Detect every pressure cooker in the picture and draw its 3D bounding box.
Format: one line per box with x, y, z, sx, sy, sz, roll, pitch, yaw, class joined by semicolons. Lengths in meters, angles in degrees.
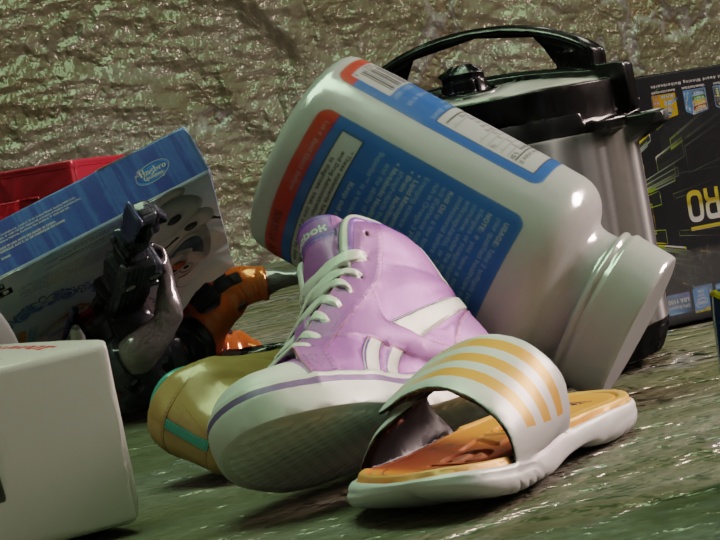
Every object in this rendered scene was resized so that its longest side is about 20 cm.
0.082;-0.038;1.252;0.175;0.202;0.178;-14;4;-29;pressure cooker

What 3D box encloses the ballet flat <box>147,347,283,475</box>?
-0.017;0.066;1.110;0.199;0.069;0.063;-16;34;-41;ballet flat

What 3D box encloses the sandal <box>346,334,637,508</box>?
0.054;0.056;0.926;0.079;0.060;0.206;-8;3;28;sandal

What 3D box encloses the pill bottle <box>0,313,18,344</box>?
-0.279;0.076;1.128;0.199;0.112;0.111;-8;3;25;pill bottle

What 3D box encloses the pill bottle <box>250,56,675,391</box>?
0.053;-0.017;1.114;0.199;0.113;0.112;30;13;12;pill bottle

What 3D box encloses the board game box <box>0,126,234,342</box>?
-0.183;0.008;1.456;0.199;0.044;0.199;-27;-23;-9;board game box

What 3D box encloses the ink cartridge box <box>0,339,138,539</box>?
-0.217;0.089;0.950;0.199;0.085;0.146;-12;4;-30;ink cartridge box

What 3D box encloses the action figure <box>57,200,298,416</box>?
-0.113;0.036;1.398;0.192;0.105;0.200;-17;-26;-17;action figure

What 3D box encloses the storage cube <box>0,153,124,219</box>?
-0.296;0.000;1.955;0.169;0.181;0.200;-9;4;10;storage cube

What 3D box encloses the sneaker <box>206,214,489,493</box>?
-0.019;0.031;0.985;0.073;0.115;0.200;-40;-18;28;sneaker

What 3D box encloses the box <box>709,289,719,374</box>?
0.165;0.042;0.727;0.064;0.071;0.200;-7;3;0;box

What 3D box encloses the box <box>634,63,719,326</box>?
0.205;-0.049;1.420;0.198;0.163;0.049;-10;4;-21;box
